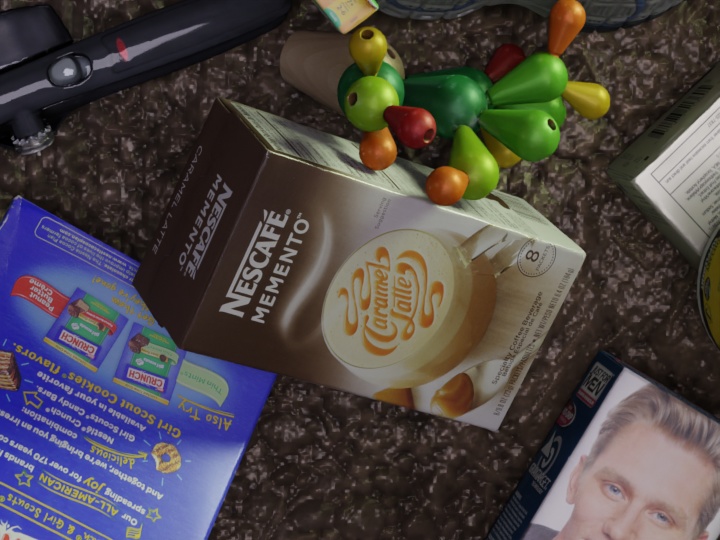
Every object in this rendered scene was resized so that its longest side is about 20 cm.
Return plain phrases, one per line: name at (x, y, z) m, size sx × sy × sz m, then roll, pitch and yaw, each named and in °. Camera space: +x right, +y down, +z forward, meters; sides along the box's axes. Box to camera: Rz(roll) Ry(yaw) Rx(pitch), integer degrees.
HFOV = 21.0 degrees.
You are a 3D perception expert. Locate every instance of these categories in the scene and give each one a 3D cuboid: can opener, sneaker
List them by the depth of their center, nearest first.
can opener at (-0.130, -0.115, 1.032) m, size 0.199 × 0.063 × 0.079 m, roll -17°, pitch 98°, yaw -3°
sneaker at (0.097, -0.180, 1.042) m, size 0.199 × 0.075 × 0.088 m, roll 5°, pitch 70°, yaw -17°

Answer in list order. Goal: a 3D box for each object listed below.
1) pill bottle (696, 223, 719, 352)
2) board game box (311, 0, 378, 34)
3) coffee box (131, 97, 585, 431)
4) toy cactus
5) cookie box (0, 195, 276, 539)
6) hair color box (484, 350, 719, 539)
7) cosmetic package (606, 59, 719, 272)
pill bottle at (0.238, 0.021, 0.942) m, size 0.111 × 0.200 × 0.112 m, roll -1°, pitch 98°, yaw -4°
board game box at (-0.033, -0.164, 0.965) m, size 0.030 × 0.200 × 0.096 m, roll -39°, pitch 99°, yaw 1°
coffee box at (0.000, 0.000, 1.006) m, size 0.199 × 0.080 × 0.115 m, roll 16°, pitch 108°, yaw -30°
toy cactus at (0.030, -0.099, 1.013) m, size 0.165 × 0.200 × 0.103 m, roll 20°, pitch 115°, yaw 30°
cookie box at (-0.154, 0.090, 0.997) m, size 0.171 × 0.075 × 0.200 m, roll 29°, pitch 54°, yaw -8°
hair color box at (0.130, 0.157, 1.092) m, size 0.100 × 0.061 × 0.200 m, roll 30°, pitch 93°, yaw -9°
cosmetic package at (0.243, -0.016, 1.075) m, size 0.105 × 0.071 × 0.200 m, roll -42°, pitch 99°, yaw 1°
